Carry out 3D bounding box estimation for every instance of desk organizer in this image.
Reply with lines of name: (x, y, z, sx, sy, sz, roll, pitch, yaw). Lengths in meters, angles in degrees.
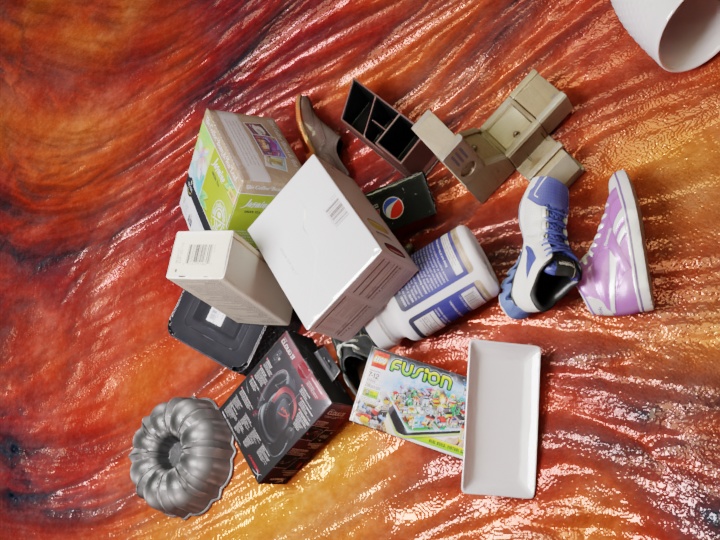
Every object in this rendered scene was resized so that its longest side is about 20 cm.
desk organizer: (0.041, -0.236, 1.293, 0.072, 0.077, 0.200, -48, 57, 3)

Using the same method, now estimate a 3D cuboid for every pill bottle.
pill bottle: (0.098, 0.031, 1.139, 0.197, 0.115, 0.118, -31, 60, 14)

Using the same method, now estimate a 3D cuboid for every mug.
mug: (0.462, -0.406, 1.107, 0.195, 0.150, 0.178, -17, 52, -12)

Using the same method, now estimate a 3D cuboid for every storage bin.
storage bin: (-0.214, 0.088, 1.299, 0.197, 0.094, 0.138, 22, 82, 32)

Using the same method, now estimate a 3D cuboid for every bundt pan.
bundt pan: (-0.306, 0.304, 1.278, 0.197, 0.076, 0.207, -11, 66, 25)

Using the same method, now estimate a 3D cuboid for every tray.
tray: (0.190, 0.201, 1.048, 0.104, 0.022, 0.206, 7, 80, -10)

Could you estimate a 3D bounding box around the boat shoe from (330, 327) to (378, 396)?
boat shoe: (-0.005, 0.129, 1.188, 0.071, 0.067, 0.203, -34, 58, 14)

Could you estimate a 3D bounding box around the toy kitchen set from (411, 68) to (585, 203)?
toy kitchen set: (0.222, -0.196, 1.119, 0.200, 0.180, 0.164, -46, 58, 10)

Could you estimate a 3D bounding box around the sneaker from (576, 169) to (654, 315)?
sneaker: (0.336, -0.038, 1.065, 0.112, 0.072, 0.206, -10, 67, 28)

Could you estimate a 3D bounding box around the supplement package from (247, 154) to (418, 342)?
supplement package: (-0.042, -0.031, 1.108, 0.156, 0.110, 0.202, -44, 58, 15)

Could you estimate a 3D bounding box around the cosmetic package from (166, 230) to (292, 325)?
cosmetic package: (-0.185, 0.015, 1.138, 0.101, 0.200, 0.075, 1, 69, 23)

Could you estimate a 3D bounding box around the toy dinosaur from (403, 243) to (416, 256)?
toy dinosaur: (0.000, 0.000, 1.224, 0.196, 0.106, 0.062, -7, 107, 35)

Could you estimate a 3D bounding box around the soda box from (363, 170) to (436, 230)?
soda box: (0.022, -0.090, 1.226, 0.195, 0.063, 0.072, -21, 97, 10)

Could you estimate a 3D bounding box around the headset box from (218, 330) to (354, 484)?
headset box: (-0.109, 0.207, 1.193, 0.201, 0.074, 0.149, -48, 57, 14)

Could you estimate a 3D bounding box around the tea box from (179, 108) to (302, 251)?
tea box: (-0.193, -0.122, 1.263, 0.202, 0.131, 0.200, 57, 133, 40)

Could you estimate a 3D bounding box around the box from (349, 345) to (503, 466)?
box: (0.093, 0.191, 1.088, 0.195, 0.035, 0.113, 16, 79, 9)

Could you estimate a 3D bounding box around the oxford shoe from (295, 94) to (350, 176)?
oxford shoe: (-0.069, -0.232, 1.367, 0.071, 0.072, 0.204, -16, 67, -1)

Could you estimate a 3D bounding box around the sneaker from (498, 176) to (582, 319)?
sneaker: (0.267, -0.027, 1.064, 0.115, 0.079, 0.205, -2, 72, 70)
